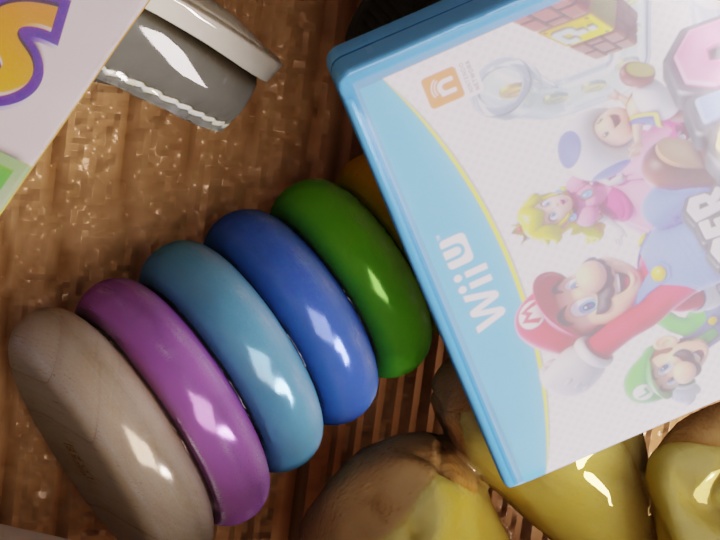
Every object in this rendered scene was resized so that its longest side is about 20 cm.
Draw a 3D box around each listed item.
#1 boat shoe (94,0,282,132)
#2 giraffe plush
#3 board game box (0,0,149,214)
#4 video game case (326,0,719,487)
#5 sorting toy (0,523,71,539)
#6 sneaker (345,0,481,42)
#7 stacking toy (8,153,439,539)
[{"bbox_3d":[-0.119,-0.081,0.754,0.202,0.072,0.060,25,94,-18],"label":"boat shoe"},{"bbox_3d":[0.082,0.127,0.844,0.200,0.162,0.173,41,84,15],"label":"giraffe plush"},{"bbox_3d":[-0.097,-0.088,0.704,0.096,0.030,0.200,36,63,-9],"label":"board game box"},{"bbox_3d":[0.107,-0.036,0.737,0.200,0.018,0.143,-23,124,1],"label":"video game case"},{"bbox_3d":[-0.042,0.168,0.739,0.200,0.107,0.180,10,112,15],"label":"sorting toy"},{"bbox_3d":[0.102,-0.083,0.766,0.200,0.084,0.121,-38,112,-3],"label":"sneaker"},{"bbox_3d":[0.000,0.000,0.821,0.200,0.085,0.085,-34,113,-17],"label":"stacking toy"}]
